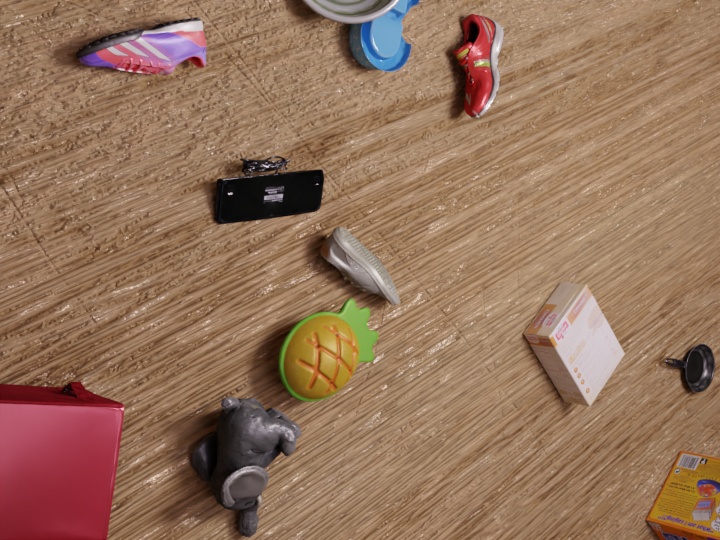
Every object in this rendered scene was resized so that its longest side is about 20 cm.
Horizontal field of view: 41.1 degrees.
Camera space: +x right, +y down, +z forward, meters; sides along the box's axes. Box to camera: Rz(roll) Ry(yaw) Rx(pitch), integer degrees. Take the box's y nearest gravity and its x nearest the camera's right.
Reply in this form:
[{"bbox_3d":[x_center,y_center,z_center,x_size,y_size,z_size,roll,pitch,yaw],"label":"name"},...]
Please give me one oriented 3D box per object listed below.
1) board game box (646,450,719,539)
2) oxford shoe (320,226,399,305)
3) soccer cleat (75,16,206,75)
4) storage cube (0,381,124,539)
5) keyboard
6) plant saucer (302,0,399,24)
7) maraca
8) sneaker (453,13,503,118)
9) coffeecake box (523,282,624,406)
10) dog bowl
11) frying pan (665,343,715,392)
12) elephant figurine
[{"bbox_3d":[0.819,0.567,2.199,0.200,0.199,0.200,51,63,-28],"label":"board game box"},{"bbox_3d":[0.000,0.000,1.619,0.058,0.075,0.200,-36,132,14],"label":"oxford shoe"},{"bbox_3d":[-0.303,-0.306,1.357,0.199,0.068,0.074,-25,111,-38],"label":"soccer cleat"},{"bbox_3d":[-0.424,0.239,1.214,0.179,0.171,0.201,8,88,-37],"label":"storage cube"},{"bbox_3d":[-0.145,-0.135,1.517,0.199,0.040,0.105,-10,121,-39],"label":"keyboard"},{"bbox_3d":[-0.019,-0.488,1.552,0.199,0.050,0.202,1,82,-6],"label":"plant saucer"},{"bbox_3d":[-0.050,0.128,1.547,0.200,0.107,0.138,-31,112,-34],"label":"maraca"},{"bbox_3d":[0.204,-0.375,1.760,0.085,0.077,0.201,16,71,-33],"label":"sneaker"},{"bbox_3d":[0.438,0.150,1.959,0.154,0.073,0.200,-48,119,-26],"label":"coffeecake box"},{"bbox_3d":[0.038,-0.435,1.631,0.111,0.049,0.201,14,84,-38],"label":"dog bowl"},{"bbox_3d":[0.771,0.238,2.256,0.189,0.031,0.116,-14,101,-34],"label":"frying pan"},{"bbox_3d":[-0.183,0.301,1.446,0.155,0.142,0.201,30,89,-6],"label":"elephant figurine"}]
